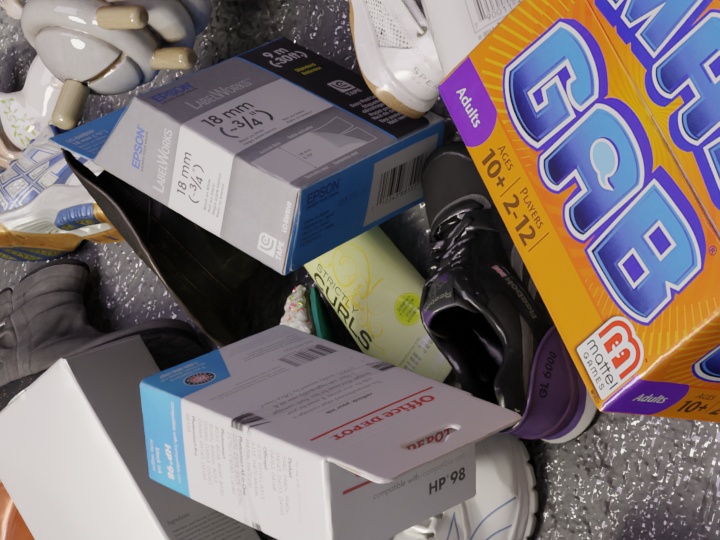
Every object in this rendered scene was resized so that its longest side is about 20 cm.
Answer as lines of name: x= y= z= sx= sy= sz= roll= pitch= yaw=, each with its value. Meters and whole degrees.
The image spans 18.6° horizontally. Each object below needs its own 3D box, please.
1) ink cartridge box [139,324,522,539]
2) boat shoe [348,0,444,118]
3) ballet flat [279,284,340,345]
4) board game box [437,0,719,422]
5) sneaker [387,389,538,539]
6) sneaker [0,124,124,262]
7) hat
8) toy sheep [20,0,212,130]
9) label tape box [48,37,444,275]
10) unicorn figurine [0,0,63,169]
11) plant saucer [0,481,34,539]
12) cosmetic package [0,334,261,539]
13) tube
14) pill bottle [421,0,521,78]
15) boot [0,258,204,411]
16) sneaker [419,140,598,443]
ink cartridge box: x=-0.017 y=0.100 z=1.232 sx=0.200 sy=0.116 sz=0.067 roll=19 pitch=119 yaw=43
boat shoe: x=0.026 y=-0.189 z=1.360 sx=0.069 sy=0.071 sz=0.200 roll=-38 pitch=54 yaw=31
ballet flat: x=-0.024 y=0.101 z=1.361 sx=0.064 sy=0.076 sz=0.200 roll=-25 pitch=62 yaw=4
board game box: x=0.202 y=-0.061 z=1.075 sx=0.200 sy=0.200 sz=0.200 roll=-44 pitch=57 yaw=32
sneaker: x=0.045 y=0.168 z=1.279 sx=0.074 sy=0.087 sz=0.200 roll=8 pitch=88 yaw=47
sneaker: x=-0.225 y=-0.061 z=1.603 sx=0.200 sy=0.075 sz=0.088 roll=-9 pitch=71 yaw=35
hat: x=-0.110 y=-0.033 z=1.431 sx=0.081 sy=0.201 sz=0.201 roll=-40 pitch=52 yaw=-3
toy sheep: x=-0.157 y=-0.183 z=1.432 sx=0.138 sy=0.138 sz=0.200 roll=1 pitch=59 yaw=45
label tape box: x=-0.072 y=-0.087 z=1.356 sx=0.200 sy=0.144 sz=0.063 roll=29 pitch=126 yaw=28
unicorn figurine: x=-0.227 y=-0.155 z=1.619 sx=0.137 sy=0.074 sz=0.200 roll=48 pitch=131 yaw=28
plant saucer: x=-0.216 y=0.207 z=1.573 sx=0.200 sy=0.032 sz=0.201 roll=-9 pitch=77 yaw=45
cosmetic package: x=-0.151 y=0.157 z=1.436 sx=0.108 sy=0.085 sz=0.200 roll=-37 pitch=78 yaw=35
tube: x=0.000 y=0.000 z=1.377 sx=0.200 sy=0.052 sz=0.058 roll=53 pitch=164 yaw=32
pill bottle: x=0.088 y=-0.178 z=1.268 sx=0.114 sy=0.114 sz=0.200 roll=-33 pitch=62 yaw=37
boot: x=-0.201 y=0.041 z=1.555 sx=0.200 sy=0.070 sz=0.132 roll=-20 pitch=47 yaw=21
sneaker: x=0.071 y=0.004 z=1.276 sx=0.076 sy=0.087 sz=0.200 roll=-41 pitch=57 yaw=33
